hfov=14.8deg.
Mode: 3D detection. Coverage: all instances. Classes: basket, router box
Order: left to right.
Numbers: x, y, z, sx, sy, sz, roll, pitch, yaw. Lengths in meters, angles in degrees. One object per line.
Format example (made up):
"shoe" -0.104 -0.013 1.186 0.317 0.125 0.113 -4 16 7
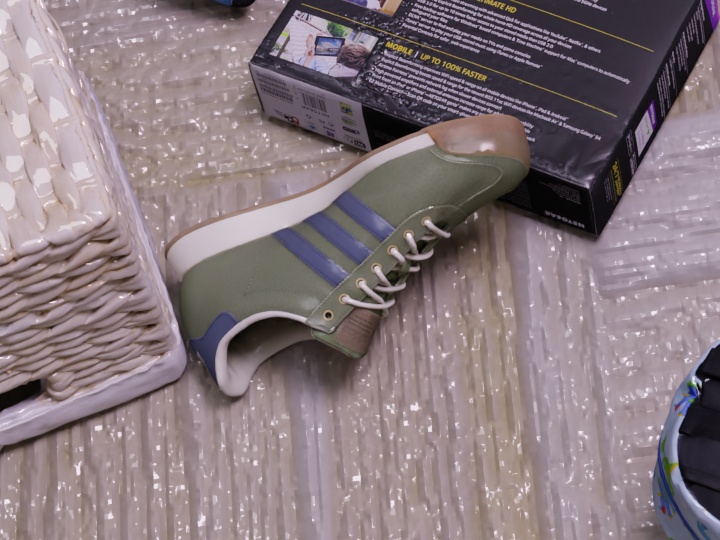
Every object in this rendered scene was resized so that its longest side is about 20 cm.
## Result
"basket" -0.214 -0.024 1.375 0.198 0.161 0.200 -21 61 -2
"router box" 0.065 -0.119 1.435 0.200 0.051 0.149 22 65 21

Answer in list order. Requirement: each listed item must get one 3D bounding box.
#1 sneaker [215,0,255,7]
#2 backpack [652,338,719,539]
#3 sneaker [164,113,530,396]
"sneaker" -0.037 -0.221 1.516 0.090 0.078 0.200 35 75 6
"backpack" 0.227 0.106 1.237 0.200 0.154 0.163 28 70 0
"sneaker" 0.000 0.000 1.360 0.200 0.067 0.090 -21 65 21
